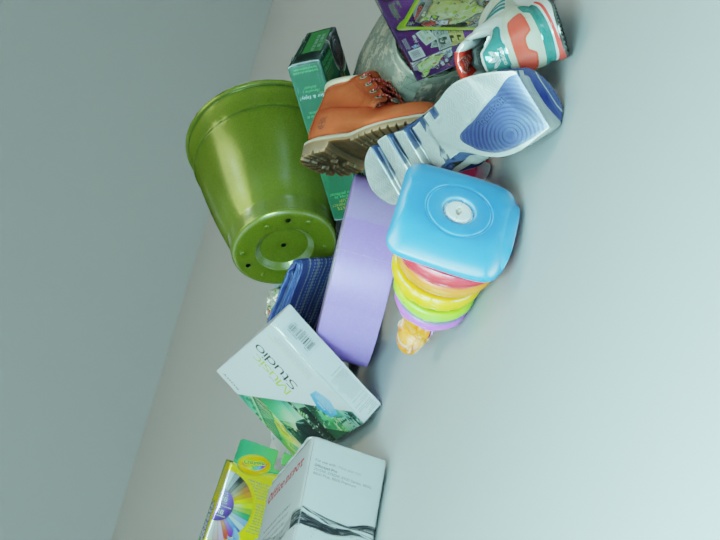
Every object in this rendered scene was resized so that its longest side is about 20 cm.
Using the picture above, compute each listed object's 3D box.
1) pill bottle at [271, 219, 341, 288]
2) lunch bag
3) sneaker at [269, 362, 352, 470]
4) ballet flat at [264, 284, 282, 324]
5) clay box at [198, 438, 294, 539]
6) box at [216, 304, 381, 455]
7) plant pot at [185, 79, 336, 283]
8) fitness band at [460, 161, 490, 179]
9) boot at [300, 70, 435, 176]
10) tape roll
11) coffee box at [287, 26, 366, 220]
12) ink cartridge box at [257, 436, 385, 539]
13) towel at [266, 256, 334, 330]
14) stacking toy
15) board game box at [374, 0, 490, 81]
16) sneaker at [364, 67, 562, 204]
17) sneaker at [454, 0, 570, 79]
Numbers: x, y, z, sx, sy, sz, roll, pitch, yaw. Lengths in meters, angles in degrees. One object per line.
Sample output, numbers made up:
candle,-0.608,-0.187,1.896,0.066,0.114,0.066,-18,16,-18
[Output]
pill bottle,-0.067,-0.070,2.003,0.201,0.113,0.115,-82,17,-46
lunch bag,0.056,-0.218,1.690,0.164,0.117,0.201,-56,13,44
sneaker,-0.079,0.158,1.751,0.075,0.086,0.201,-102,32,-57
ballet flat,-0.090,0.065,1.887,0.200,0.075,0.065,54,-126,-76
clay box,-0.117,0.296,1.636,0.048,0.114,0.202,166,124,-76
box,-0.072,0.127,1.618,0.036,0.144,0.200,-43,2,-28
plant pot,-0.107,-0.095,1.830,0.201,0.199,0.194,121,148,-41
fitness band,0.084,-0.057,1.511,0.200,0.037,0.145,-116,44,-75
boot,0.020,-0.167,1.554,0.199,0.075,0.108,-4,65,45
tape roll,0.000,0.000,1.619,0.200,0.065,0.202,-165,90,-89
coffee box,-0.029,-0.176,1.769,0.123,0.044,0.202,-71,-33,-62
ink cartridge box,-0.050,0.283,1.429,0.145,0.084,0.202,128,158,-54
towel,-0.063,0.048,1.781,0.146,0.024,0.200,-68,-19,11
stacking toy,0.067,0.013,1.351,0.201,0.109,0.117,107,-179,-47
board game box,0.085,-0.281,1.581,0.119,0.032,0.201,-25,39,4
sneaker,0.103,-0.136,1.371,0.198,0.081,0.115,-25,6,38
sneaker,0.124,-0.215,1.396,0.200,0.093,0.071,-137,26,-74
